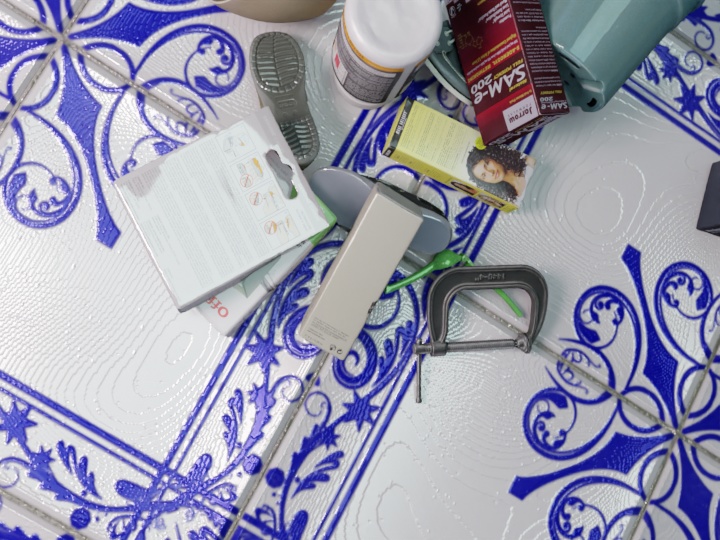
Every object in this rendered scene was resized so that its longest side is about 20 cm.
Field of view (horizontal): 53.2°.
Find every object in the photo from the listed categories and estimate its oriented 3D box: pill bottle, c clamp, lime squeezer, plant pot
[{"bbox_3d":[0.023,-0.274,0.881,0.113,0.200,0.120,1,85,-10],"label":"pill bottle"},{"bbox_3d":[0.159,0.076,0.957,0.195,0.027,0.176,-8,101,-9],"label":"c clamp"},{"bbox_3d":[0.133,0.012,0.959,0.195,0.038,0.073,11,81,-11],"label":"lime squeezer"},{"bbox_3d":[0.317,-0.334,0.951,0.199,0.200,0.198,37,89,-5],"label":"plant pot"},{"bbox_3d":[-0.089,-0.394,0.895,0.133,0.198,0.205,20,81,-43],"label":"plant pot"}]

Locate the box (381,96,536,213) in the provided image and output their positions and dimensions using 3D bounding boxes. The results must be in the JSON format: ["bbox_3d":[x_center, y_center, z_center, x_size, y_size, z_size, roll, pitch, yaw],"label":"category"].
[{"bbox_3d":[0.132,-0.153,0.966,0.196,0.050,0.077,23,82,-7],"label":"box"}]

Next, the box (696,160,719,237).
[{"bbox_3d":[0.597,-0.086,0.964,0.178,0.200,0.107,18,84,-8],"label":"box"}]

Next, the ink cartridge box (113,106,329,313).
[{"bbox_3d":[-0.158,-0.071,0.828,0.197,0.050,0.164,-29,89,-13],"label":"ink cartridge box"}]

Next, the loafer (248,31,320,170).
[{"bbox_3d":[-0.102,-0.213,0.923,0.073,0.070,0.205,-7,70,-14],"label":"loafer"}]

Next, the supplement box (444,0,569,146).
[{"bbox_3d":[0.182,-0.274,0.909,0.060,0.108,0.205,-12,85,-34],"label":"supplement box"}]

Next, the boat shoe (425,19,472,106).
[{"bbox_3d":[0.102,-0.311,0.955,0.061,0.073,0.202,-38,88,21],"label":"boat shoe"}]

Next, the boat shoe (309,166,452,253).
[{"bbox_3d":[0.029,-0.087,0.937,0.195,0.067,0.071,19,117,-2],"label":"boat shoe"}]

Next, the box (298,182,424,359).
[{"bbox_3d":[0.000,0.000,0.882,0.067,0.082,0.203,28,105,-6],"label":"box"}]

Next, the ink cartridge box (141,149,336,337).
[{"bbox_3d":[-0.148,-0.039,0.891,0.145,0.084,0.200,44,80,-3],"label":"ink cartridge box"}]
